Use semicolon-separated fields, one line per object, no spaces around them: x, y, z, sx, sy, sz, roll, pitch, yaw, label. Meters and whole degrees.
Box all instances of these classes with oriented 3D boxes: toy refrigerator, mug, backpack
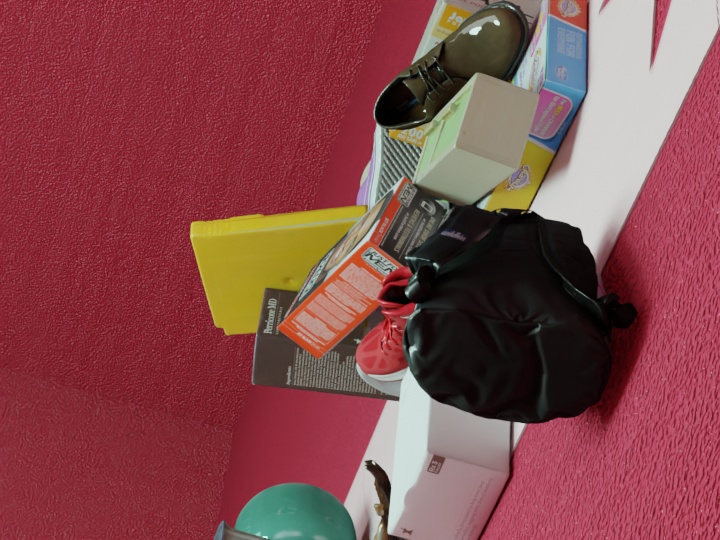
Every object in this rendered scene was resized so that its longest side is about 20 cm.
0.103;-0.121;1.589;0.200;0.070;0.076;140;148;-78;toy refrigerator
-0.068;0.357;1.984;0.152;0.185;0.114;-37;16;10;mug
0.108;0.030;1.245;0.200;0.166;0.127;-75;-1;-67;backpack

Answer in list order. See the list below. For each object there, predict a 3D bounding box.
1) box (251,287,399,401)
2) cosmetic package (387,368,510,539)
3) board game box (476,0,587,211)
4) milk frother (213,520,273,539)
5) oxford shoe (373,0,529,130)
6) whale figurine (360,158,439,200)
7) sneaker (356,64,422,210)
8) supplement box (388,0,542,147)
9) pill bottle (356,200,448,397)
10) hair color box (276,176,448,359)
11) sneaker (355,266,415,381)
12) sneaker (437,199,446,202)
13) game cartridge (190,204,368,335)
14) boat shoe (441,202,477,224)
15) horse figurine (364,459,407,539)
-0.017;0.083;1.868;0.100;0.199;0.075;-86;1;-57;box
0.081;0.139;1.493;0.201;0.081;0.113;-84;12;-50;cosmetic package
0.166;-0.152;1.630;0.153;0.040;0.200;-81;10;-45;board game box
-0.075;0.369;1.765;0.200;0.187;0.181;124;160;-68;milk frother
0.089;-0.195;1.667;0.200;0.073;0.084;-39;-5;38;oxford shoe
0.091;-0.131;2.014;0.200;0.104;0.159;-47;-14;26;whale figurine
0.036;-0.135;1.909;0.114;0.072;0.202;170;117;-76;sneaker
0.120;-0.210;1.767;0.200;0.125;0.074;112;176;-47;supplement box
0.063;0.028;1.783;0.104;0.104;0.201;120;165;-62;pill bottle
0.000;0.000;1.698;0.200;0.061;0.102;-43;14;48;hair color box
0.038;0.041;1.614;0.200;0.115;0.079;-33;49;39;sneaker
0.069;-0.008;1.932;0.084;0.076;0.201;-90;18;-53;sneaker
-0.080;0.001;1.893;0.177;0.199;0.033;81;-173;-47;game cartridge
0.109;-0.037;1.706;0.200;0.068;0.074;-82;11;-47;boat shoe
0.029;0.288;1.643;0.133;0.050;0.201;87;-178;-52;horse figurine
